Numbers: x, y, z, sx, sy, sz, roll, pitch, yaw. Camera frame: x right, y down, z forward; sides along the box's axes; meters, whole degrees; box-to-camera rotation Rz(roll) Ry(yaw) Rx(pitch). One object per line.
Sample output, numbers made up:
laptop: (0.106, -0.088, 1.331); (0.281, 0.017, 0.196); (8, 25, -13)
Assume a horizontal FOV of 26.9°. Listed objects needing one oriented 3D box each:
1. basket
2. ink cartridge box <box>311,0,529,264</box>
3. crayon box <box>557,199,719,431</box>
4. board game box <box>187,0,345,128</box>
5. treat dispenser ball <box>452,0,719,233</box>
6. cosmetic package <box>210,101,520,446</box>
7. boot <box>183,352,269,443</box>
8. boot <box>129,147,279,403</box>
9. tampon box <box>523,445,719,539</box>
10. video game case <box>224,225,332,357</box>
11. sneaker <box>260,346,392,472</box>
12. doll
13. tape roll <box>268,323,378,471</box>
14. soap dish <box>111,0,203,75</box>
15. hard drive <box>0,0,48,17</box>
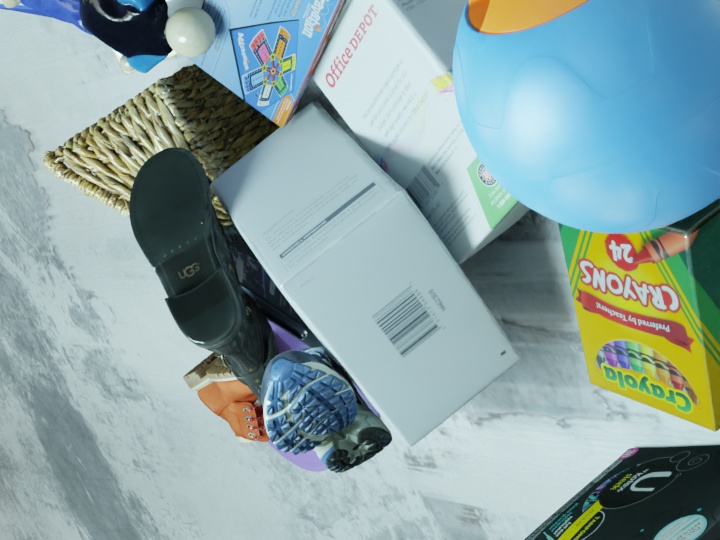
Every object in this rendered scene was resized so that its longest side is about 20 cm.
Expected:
basket: (-0.162, -0.098, 1.372); (0.148, 0.200, 0.143); (-29, 97, 23)
ink cartridge box: (0.066, -0.129, 1.152); (0.200, 0.087, 0.145); (51, 150, 8)
crayon box: (0.220, 0.035, 1.115); (0.126, 0.051, 0.201); (19, 133, 47)
board game box: (-0.072, -0.198, 1.163); (0.103, 0.019, 0.200); (37, 147, 3)
treat dispenser ball: (0.155, -0.123, 0.907); (0.200, 0.200, 0.202); (37, 145, 32)
cosmetic package: (0.000, 0.000, 1.228); (0.200, 0.123, 0.200); (53, 180, -33)
boot: (-0.112, 0.126, 1.559); (0.108, 0.075, 0.200); (56, 159, -3)
boot: (-0.121, 0.014, 1.258); (0.174, 0.069, 0.201); (56, -165, -66)
tampon box: (0.251, 0.224, 1.150); (0.200, 0.149, 0.127); (-16, 105, 59)
video game case: (-0.087, 0.001, 1.401); (0.199, 0.143, 0.019); (33, 112, -16)
sneaker: (-0.043, 0.101, 1.221); (0.085, 0.077, 0.200); (57, -179, 28)
doll: (-0.205, -0.215, 1.204); (0.199, 0.049, 0.137); (24, 151, 19)
tape roll: (-0.070, 0.114, 1.614); (0.200, 0.065, 0.201); (37, 144, 33)
soap dish: (-0.143, -0.273, 1.254); (0.199, 0.081, 0.158); (-19, 107, 22)
hard drive: (-0.225, -0.238, 1.386); (0.131, 0.199, 0.026); (14, 98, 50)
